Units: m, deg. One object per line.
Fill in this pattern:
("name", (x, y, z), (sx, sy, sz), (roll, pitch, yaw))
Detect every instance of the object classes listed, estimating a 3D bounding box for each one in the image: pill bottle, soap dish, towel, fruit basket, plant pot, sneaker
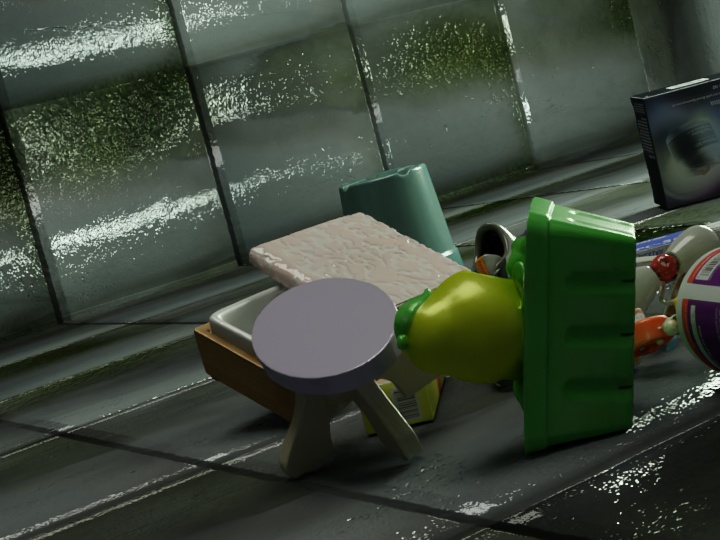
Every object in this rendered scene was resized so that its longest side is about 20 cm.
("pill bottle", (0.349, 0.037, 1.165), (0.111, 0.114, 0.200), (-17, 7, -15))
("soap dish", (-0.071, 0.089, 1.617), (0.156, 0.082, 0.199), (26, 26, 25))
("towel", (0.000, 0.000, 1.684), (0.190, 0.033, 0.199), (-21, 38, -41))
("fruit basket", (0.132, 0.045, 1.206), (0.214, 0.218, 0.156), (-14, 7, 12))
("plant pot", (0.058, -0.061, 2.322), (0.198, 0.198, 0.200), (-16, 7, 2))
("sneaker", (0.145, 0.036, 1.494), (0.074, 0.079, 0.201), (-25, 43, 25))

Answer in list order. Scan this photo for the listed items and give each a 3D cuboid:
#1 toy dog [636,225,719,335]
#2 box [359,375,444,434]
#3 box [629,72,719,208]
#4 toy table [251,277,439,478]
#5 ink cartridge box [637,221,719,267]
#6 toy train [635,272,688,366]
("toy dog", (0.278, 0.036, 1.457), (0.198, 0.133, 0.097), (-11, -32, -7))
("box", (0.045, 0.116, 1.489), (0.075, 0.051, 0.200), (-15, 6, 8))
("box", (0.596, -0.230, 2.492), (0.198, 0.200, 0.123), (-15, 9, 2))
("toy table", (-0.014, 0.096, 1.313), (0.183, 0.118, 0.200), (-29, 27, -5))
("ink cartridge box", (0.442, -0.032, 1.844), (0.198, 0.045, 0.094), (-15, 5, 1))
("toy train", (0.328, 0.029, 1.341), (0.198, 0.056, 0.150), (-14, -18, -12))
